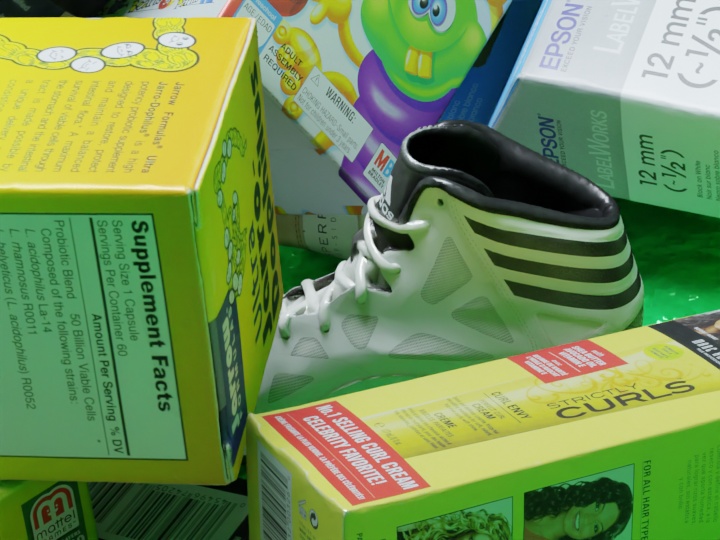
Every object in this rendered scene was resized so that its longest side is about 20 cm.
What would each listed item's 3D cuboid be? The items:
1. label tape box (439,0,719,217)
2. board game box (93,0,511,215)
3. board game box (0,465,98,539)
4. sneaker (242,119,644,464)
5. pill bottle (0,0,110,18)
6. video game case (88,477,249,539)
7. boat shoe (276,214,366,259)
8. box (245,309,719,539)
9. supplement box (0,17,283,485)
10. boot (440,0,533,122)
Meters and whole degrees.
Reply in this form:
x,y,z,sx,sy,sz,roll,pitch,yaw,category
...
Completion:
x,y,z,sx,sy,sz,roll,pitch,yaw,category
0.117,-0.100,0.881,0.199,0.066,0.144,13,57,18,label tape box
-0.004,-0.130,0.883,0.105,0.103,0.201,3,55,51,board game box
-0.191,0.061,0.779,0.200,0.048,0.101,27,46,38,board game box
0.000,0.000,0.820,0.199,0.116,0.076,-5,32,10,sneaker
-0.157,-0.110,0.833,0.200,0.112,0.112,-41,31,10,pill bottle
-0.052,0.132,0.714,0.199,0.026,0.181,9,37,27,video game case
-0.002,-0.076,0.978,0.066,0.074,0.200,0,33,7,boat shoe
0.068,0.059,0.731,0.199,0.050,0.075,-12,25,-23,box
-0.132,-0.009,0.734,0.199,0.109,0.110,1,34,8,supplement box
0.135,-0.075,0.944,0.155,0.073,0.200,20,40,37,boot
